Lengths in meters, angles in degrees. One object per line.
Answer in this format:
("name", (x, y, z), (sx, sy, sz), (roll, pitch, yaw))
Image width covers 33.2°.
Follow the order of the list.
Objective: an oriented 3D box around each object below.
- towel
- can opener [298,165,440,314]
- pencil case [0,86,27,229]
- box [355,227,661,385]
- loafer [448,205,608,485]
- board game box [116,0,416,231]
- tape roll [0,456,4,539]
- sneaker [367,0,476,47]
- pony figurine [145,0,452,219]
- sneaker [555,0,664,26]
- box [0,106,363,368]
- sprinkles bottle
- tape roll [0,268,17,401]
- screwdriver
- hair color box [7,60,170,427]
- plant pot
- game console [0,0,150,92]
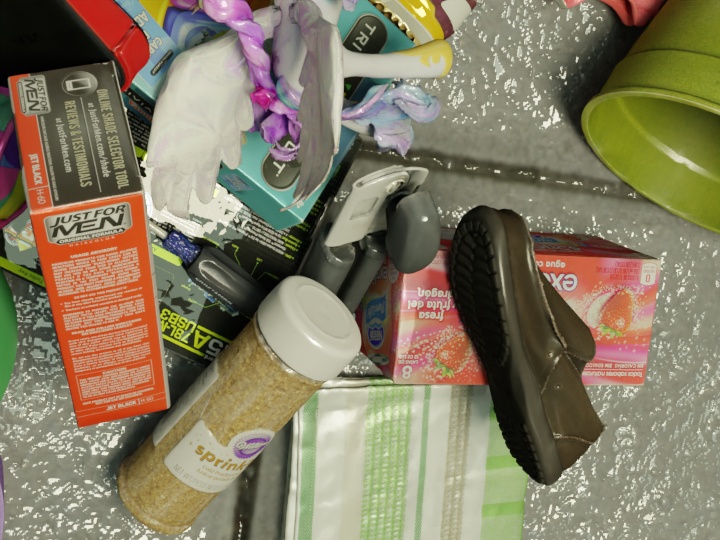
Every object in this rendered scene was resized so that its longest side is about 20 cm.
("towel", (0.037, 0.152, 0.924), (0.197, 0.031, 0.151), (1, 103, -20))
("can opener", (0.000, 0.000, 0.791), (0.053, 0.201, 0.067), (-14, 65, -25))
("pencil case", (-0.284, -0.094, 0.711), (0.198, 0.088, 0.089), (21, 95, 2))
("box", (0.103, 0.024, 0.877), (0.197, 0.103, 0.096), (2, 102, -19))
("loafer", (0.114, 0.042, 0.798), (0.071, 0.073, 0.202), (-25, 116, -16))
("board game box", (-0.081, -0.148, 0.771), (0.199, 0.047, 0.152), (38, 70, -18))
("tape roll", (-0.334, 0.153, 0.786), (0.197, 0.066, 0.203), (-4, 102, -17))
("sneaker", (0.003, -0.239, 0.814), (0.090, 0.075, 0.200), (-49, 116, -12))
("pony figurine", (-0.035, -0.126, 0.692), (0.199, 0.165, 0.196), (3, 88, -47))
("sneaker", (0.146, -0.234, 0.852), (0.198, 0.074, 0.088), (19, 96, -20))
("box", (-0.125, -0.052, 0.820), (0.198, 0.047, 0.195), (27, 95, -21))
("sprinkles bottle", (-0.084, 0.093, 0.808), (0.068, 0.069, 0.200), (33, 117, -20))
("tape roll", (-0.307, 0.040, 0.716), (0.197, 0.048, 0.203), (0, 61, 0))
("screwdriver", (-0.138, -0.030, 0.777), (0.199, 0.029, 0.028), (37, 90, -27))
("hair color box", (-0.152, -0.008, 0.692), (0.060, 0.102, 0.201), (-10, 142, -13))
("plant pot", (0.289, -0.149, 0.866), (0.199, 0.200, 0.194), (34, 78, -20))
("game console", (-0.230, -0.158, 0.676), (0.177, 0.198, 0.031), (49, 53, -40))
